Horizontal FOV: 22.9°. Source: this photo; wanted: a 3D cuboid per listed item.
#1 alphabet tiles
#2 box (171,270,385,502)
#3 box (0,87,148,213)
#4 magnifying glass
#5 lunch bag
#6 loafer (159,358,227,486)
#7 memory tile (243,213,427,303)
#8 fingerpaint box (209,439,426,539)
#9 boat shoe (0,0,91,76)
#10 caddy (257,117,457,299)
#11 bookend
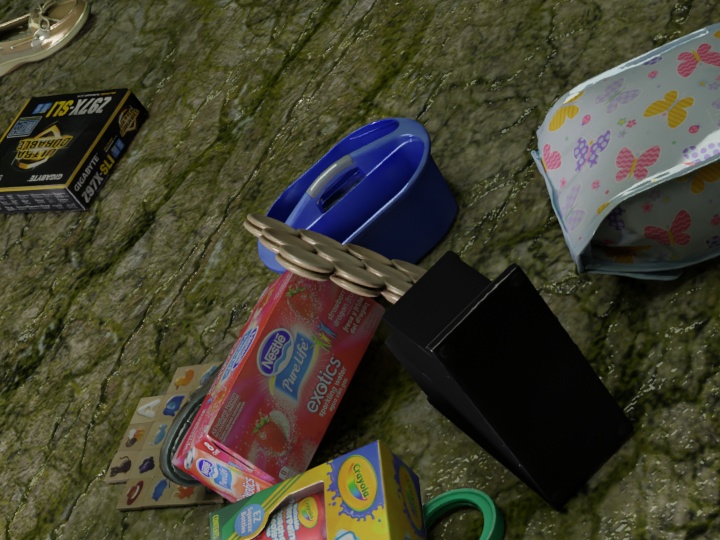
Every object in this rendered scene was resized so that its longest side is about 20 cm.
[{"bbox_3d":[-0.152,0.153,1.682,0.199,0.006,0.167,-9,45,35],"label":"alphabet tiles"},{"bbox_3d":[-0.071,0.101,1.561,0.100,0.095,0.201,-39,21,59],"label":"box"},{"bbox_3d":[-0.371,-0.145,2.170,0.199,0.049,0.160,0,49,42],"label":"box"},{"bbox_3d":[0.024,0.231,1.424,0.199,0.022,0.080,-25,39,21],"label":"magnifying glass"},{"bbox_3d":[0.253,-0.089,1.482,0.198,0.128,0.170,-22,40,7],"label":"lunch bag"},{"bbox_3d":[-0.119,0.122,1.637,0.200,0.072,0.063,-50,17,-27],"label":"loafer"},{"bbox_3d":[0.000,0.000,1.549,0.017,0.198,0.153,-68,25,10],"label":"memory tile"},{"bbox_3d":[-0.029,0.256,1.374,0.166,0.073,0.201,-24,47,20],"label":"fingerpaint box"},{"bbox_3d":[-0.460,-0.327,2.434,0.199,0.063,0.074,-20,40,26],"label":"boat shoe"},{"bbox_3d":[-0.007,-0.060,1.695,0.200,0.105,0.141,-42,36,-4],"label":"caddy"},{"bbox_3d":[0.088,0.057,1.403,0.092,0.199,0.200,-43,34,-7],"label":"bookend"}]
